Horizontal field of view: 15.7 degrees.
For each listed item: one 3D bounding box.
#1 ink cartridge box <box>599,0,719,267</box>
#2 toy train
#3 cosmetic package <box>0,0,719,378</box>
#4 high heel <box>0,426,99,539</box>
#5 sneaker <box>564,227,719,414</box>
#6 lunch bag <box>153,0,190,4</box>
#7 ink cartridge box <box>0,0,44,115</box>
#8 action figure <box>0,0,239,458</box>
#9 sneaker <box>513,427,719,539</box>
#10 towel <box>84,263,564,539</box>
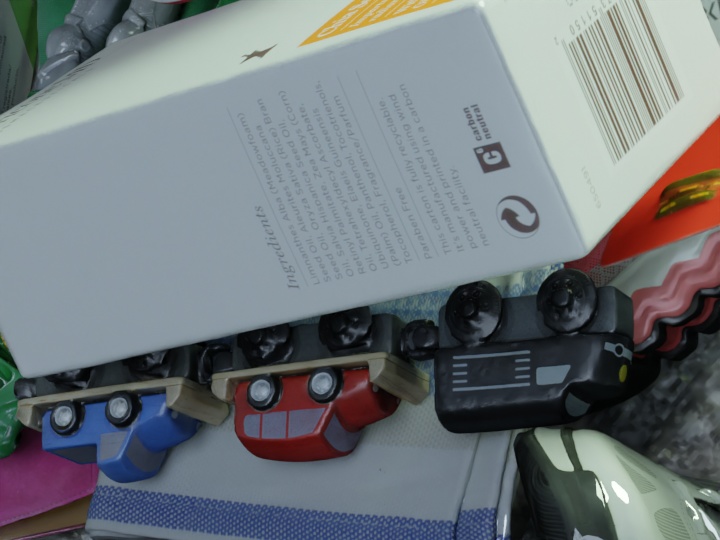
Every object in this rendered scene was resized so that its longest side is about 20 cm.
[{"bbox_3d":[0.140,-0.097,0.730,0.160,0.200,0.047,-22,116,31],"label":"ink cartridge box"},{"bbox_3d":[-0.015,0.034,0.758,0.200,0.034,0.046,-7,73,25],"label":"toy train"},{"bbox_3d":[-0.011,-0.037,0.716,0.200,0.101,0.071,-14,108,37],"label":"cosmetic package"},{"bbox_3d":[-0.063,0.082,0.843,0.200,0.067,0.096,22,81,22],"label":"high heel"},{"bbox_3d":[0.112,-0.044,0.807,0.200,0.074,0.087,-40,74,9],"label":"sneaker"},{"bbox_3d":[-0.041,-0.199,0.794,0.176,0.082,0.200,-36,52,19],"label":"lunch bag"},{"bbox_3d":[-0.178,-0.088,0.829,0.084,0.200,0.146,8,86,17],"label":"ink cartridge box"},{"bbox_3d":[-0.093,-0.035,0.844,0.118,0.055,0.200,0,71,49],"label":"action figure"},{"bbox_3d":[0.113,0.072,0.732,0.115,0.200,0.076,-16,76,11],"label":"sneaker"},{"bbox_3d":[0.000,0.000,0.801,0.147,0.024,0.200,2,67,29],"label":"towel"}]
